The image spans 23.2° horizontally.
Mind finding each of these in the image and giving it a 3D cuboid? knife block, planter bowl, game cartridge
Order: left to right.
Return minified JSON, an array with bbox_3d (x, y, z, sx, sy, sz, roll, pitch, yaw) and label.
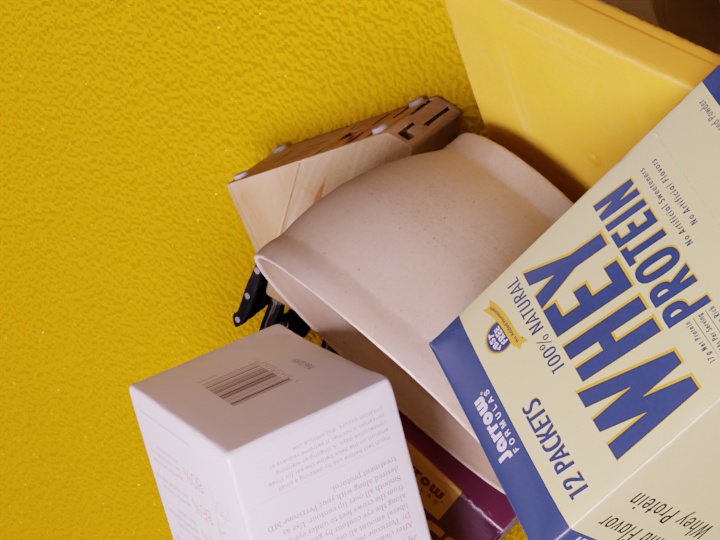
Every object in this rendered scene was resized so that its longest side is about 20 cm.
[{"bbox_3d":[0.000,0.000,1.108,0.199,0.064,0.177,-15,106,39],"label":"knife block"},{"bbox_3d":[0.059,0.012,0.974,0.200,0.135,0.200,42,173,6],"label":"planter bowl"},{"bbox_3d":[0.130,-0.069,0.916,0.176,0.032,0.201,33,159,35],"label":"game cartridge"}]

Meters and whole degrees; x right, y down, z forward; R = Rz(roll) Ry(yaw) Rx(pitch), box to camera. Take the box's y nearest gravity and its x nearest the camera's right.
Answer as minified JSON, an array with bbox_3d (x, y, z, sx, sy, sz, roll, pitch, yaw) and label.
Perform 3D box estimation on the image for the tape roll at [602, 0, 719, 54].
[{"bbox_3d":[0.206,-0.148,0.878,0.201,0.071,0.204,16,123,27],"label":"tape roll"}]

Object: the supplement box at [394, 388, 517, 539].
[{"bbox_3d":[0.025,0.157,1.151,0.131,0.103,0.200,42,130,10],"label":"supplement box"}]

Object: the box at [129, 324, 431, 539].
[{"bbox_3d":[-0.037,0.154,1.018,0.152,0.106,0.201,22,131,60],"label":"box"}]

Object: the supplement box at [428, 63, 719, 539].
[{"bbox_3d":[0.182,0.045,0.825,0.200,0.199,0.135,-45,46,20],"label":"supplement box"}]
